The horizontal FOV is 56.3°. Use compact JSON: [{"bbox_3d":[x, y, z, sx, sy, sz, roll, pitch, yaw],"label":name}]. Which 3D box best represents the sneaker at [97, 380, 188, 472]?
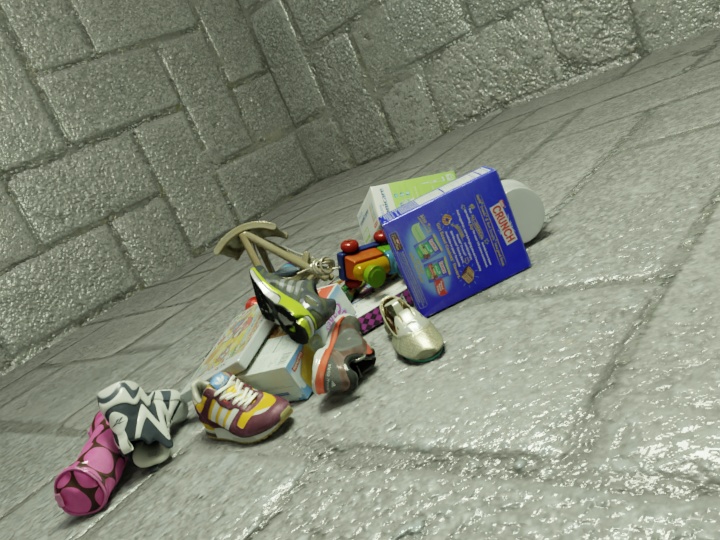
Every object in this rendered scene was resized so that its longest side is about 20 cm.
[{"bbox_3d":[-0.327,0.257,1.064,0.078,0.132,0.200,-25,-25,2],"label":"sneaker"}]

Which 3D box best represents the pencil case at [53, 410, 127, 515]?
[{"bbox_3d":[-0.408,0.292,1.046,0.091,0.093,0.200,-12,15,0],"label":"pencil case"}]

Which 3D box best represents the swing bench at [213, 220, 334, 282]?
[{"bbox_3d":[-0.166,-0.012,1.332,0.130,0.200,0.199,-45,-1,-1],"label":"swing bench"}]

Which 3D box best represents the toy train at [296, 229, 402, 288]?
[{"bbox_3d":[0.000,0.000,1.175,0.196,0.087,0.115,-17,23,-24],"label":"toy train"}]

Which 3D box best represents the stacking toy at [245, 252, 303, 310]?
[{"bbox_3d":[-0.194,0.044,1.598,0.199,0.087,0.085,-39,18,-31],"label":"stacking toy"}]

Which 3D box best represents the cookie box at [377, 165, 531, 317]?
[{"bbox_3d":[0.150,-0.046,1.081,0.196,0.174,0.075,-24,16,1],"label":"cookie box"}]

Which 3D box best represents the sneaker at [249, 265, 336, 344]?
[{"bbox_3d":[-0.110,0.043,1.057,0.080,0.075,0.199,-27,40,-25],"label":"sneaker"}]

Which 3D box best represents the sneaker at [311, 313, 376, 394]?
[{"bbox_3d":[-0.013,0.129,0.999,0.080,0.079,0.200,6,22,11],"label":"sneaker"}]

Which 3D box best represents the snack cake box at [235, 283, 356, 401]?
[{"bbox_3d":[-0.100,0.117,1.083,0.113,0.068,0.201,-17,28,37],"label":"snack cake box"}]

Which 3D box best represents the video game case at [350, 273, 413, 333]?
[{"bbox_3d":[0.033,0.049,1.232,0.197,0.036,0.181,-30,14,-14],"label":"video game case"}]

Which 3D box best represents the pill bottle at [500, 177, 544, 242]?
[{"bbox_3d":[0.258,-0.113,1.246,0.112,0.116,0.200,-26,13,-4],"label":"pill bottle"}]

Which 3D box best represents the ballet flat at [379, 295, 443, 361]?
[{"bbox_3d":[0.064,0.081,1.000,0.066,0.063,0.200,-28,14,-9],"label":"ballet flat"}]

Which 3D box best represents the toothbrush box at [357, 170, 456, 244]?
[{"bbox_3d":[0.106,-0.129,1.446,0.195,0.088,0.146,-12,-16,-17],"label":"toothbrush box"}]

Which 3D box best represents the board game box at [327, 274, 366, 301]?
[{"bbox_3d":[-0.030,0.030,1.316,0.103,0.024,0.200,-21,12,25],"label":"board game box"}]

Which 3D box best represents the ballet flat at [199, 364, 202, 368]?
[{"bbox_3d":[-0.225,0.152,1.268,0.199,0.074,0.072,-38,18,-32],"label":"ballet flat"}]

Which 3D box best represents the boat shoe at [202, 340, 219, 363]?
[{"bbox_3d":[-0.242,0.141,1.355,0.065,0.071,0.200,-11,28,43],"label":"boat shoe"}]

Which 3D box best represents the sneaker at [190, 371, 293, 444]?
[{"bbox_3d":[-0.182,0.193,0.980,0.197,0.092,0.075,-15,17,41],"label":"sneaker"}]

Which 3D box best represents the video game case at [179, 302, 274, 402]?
[{"bbox_3d":[-0.207,0.120,1.142,0.181,0.023,0.201,-32,19,39],"label":"video game case"}]
